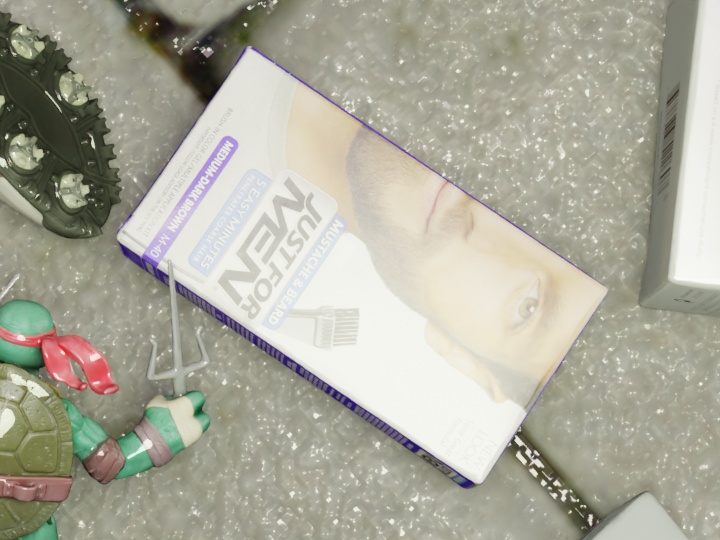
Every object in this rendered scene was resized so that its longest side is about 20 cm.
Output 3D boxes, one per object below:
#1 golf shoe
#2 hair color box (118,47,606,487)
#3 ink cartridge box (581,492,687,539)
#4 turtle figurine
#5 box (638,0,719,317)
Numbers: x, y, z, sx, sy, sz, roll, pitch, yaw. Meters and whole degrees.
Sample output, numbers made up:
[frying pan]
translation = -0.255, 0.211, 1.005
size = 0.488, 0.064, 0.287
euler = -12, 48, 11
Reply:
[golf shoe]
translation = -0.196, -0.087, 1.166
size = 0.200, 0.088, 0.077
euler = 46, 43, -14
[hair color box]
translation = 0.000, 0.000, 1.155
size = 0.200, 0.065, 0.109
euler = 34, 83, 0
[ink cartridge box]
translation = 0.121, 0.233, 1.110
size = 0.200, 0.043, 0.196
euler = -37, 86, -28
[turtle figurine]
translation = -0.156, 0.080, 1.118
size = 0.150, 0.101, 0.200
euler = 18, 104, 17
[box]
translation = 0.240, -0.049, 1.155
size = 0.200, 0.106, 0.153
euler = 8, 83, -1
